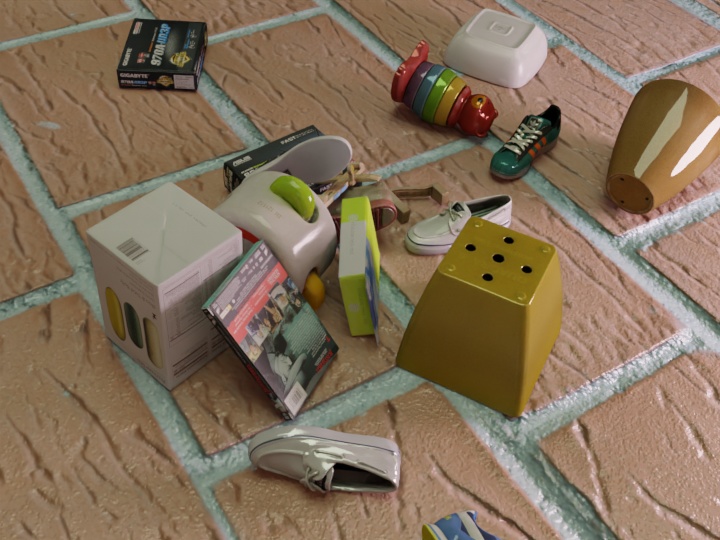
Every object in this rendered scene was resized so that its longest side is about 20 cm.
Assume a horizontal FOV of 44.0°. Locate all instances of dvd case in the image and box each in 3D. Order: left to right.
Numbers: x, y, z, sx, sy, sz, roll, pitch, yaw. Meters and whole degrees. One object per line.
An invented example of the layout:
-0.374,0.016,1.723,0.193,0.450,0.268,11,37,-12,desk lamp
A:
-0.117,0.081,1.215,0.022,0.201,0.147,-16,28,41,dvd case

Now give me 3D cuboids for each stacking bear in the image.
0.168,-0.329,1.706,0.198,0.114,0.122,31,58,11,stacking bear

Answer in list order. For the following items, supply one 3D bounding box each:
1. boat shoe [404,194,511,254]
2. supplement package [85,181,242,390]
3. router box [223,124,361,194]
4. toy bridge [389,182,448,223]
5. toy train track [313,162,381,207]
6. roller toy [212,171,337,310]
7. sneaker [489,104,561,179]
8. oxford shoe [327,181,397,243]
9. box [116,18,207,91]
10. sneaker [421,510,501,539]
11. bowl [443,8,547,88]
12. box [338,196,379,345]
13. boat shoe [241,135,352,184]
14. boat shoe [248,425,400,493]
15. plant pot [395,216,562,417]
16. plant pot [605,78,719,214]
0.163,-0.087,1.484,0.197,0.068,0.074,-18,48,-22,boat shoe
-0.264,0.021,1.238,0.151,0.202,0.150,32,50,27,supplement package
-0.116,-0.160,1.539,0.198,0.063,0.150,-28,52,-28,router box
0.060,-0.111,1.529,0.198,0.028,0.067,-25,50,-26,toy bridge
-0.036,-0.145,1.416,0.112,0.033,0.200,-1,24,20,toy train track
-0.138,-0.037,1.325,0.180,0.203,0.140,5,37,35,roller toy
0.306,-0.244,1.647,0.071,0.081,0.199,31,50,25,sneaker
-0.041,-0.091,1.452,0.196,0.071,0.076,-13,52,1,oxford shoe
-0.400,-0.442,1.817,0.155,0.047,0.202,3,44,-2,box
0.153,0.356,1.022,0.081,0.075,0.200,-20,50,-27,sneaker
0.295,-0.485,1.904,0.197,0.076,0.200,24,48,17,bowl
0.000,0.000,1.339,0.047,0.123,0.202,-6,42,7,box
-0.100,-0.164,1.411,0.198,0.070,0.067,-26,21,21,boat shoe
-0.045,0.243,1.120,0.195,0.075,0.066,2,39,-2,boat shoe
0.183,0.047,1.269,0.197,0.179,0.201,22,45,17,plant pot
0.520,-0.201,1.570,0.185,0.188,0.201,29,62,24,plant pot
